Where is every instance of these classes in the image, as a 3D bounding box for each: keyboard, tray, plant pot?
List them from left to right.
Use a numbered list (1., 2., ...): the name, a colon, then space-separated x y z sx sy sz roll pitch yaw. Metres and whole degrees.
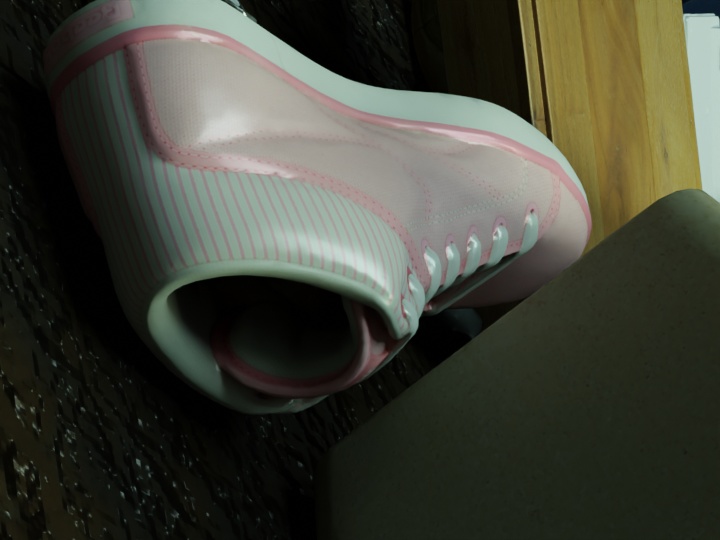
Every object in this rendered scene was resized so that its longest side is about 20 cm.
1. tray: 0.074 -0.045 0.896 0.099 0.037 0.200 -15 99 -51
2. keyboard: 0.132 0.001 1.032 0.056 0.011 0.200 -12 101 -64
3. plant pot: 0.101 0.098 0.724 0.200 0.200 0.177 28 28 -56

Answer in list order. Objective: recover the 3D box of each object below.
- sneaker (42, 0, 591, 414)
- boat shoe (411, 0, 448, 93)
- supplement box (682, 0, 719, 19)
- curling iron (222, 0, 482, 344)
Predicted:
1. sneaker: 0.000 0.000 0.739 0.200 0.075 0.105 20 42 -46
2. boat shoe: 0.064 -0.070 1.006 0.065 0.073 0.200 50 33 -42
3. supplement box: 0.249 -0.153 1.350 0.134 0.200 0.200 54 21 -22
4. curling iron: -0.019 -0.036 0.810 0.050 0.026 0.200 30 -16 49
